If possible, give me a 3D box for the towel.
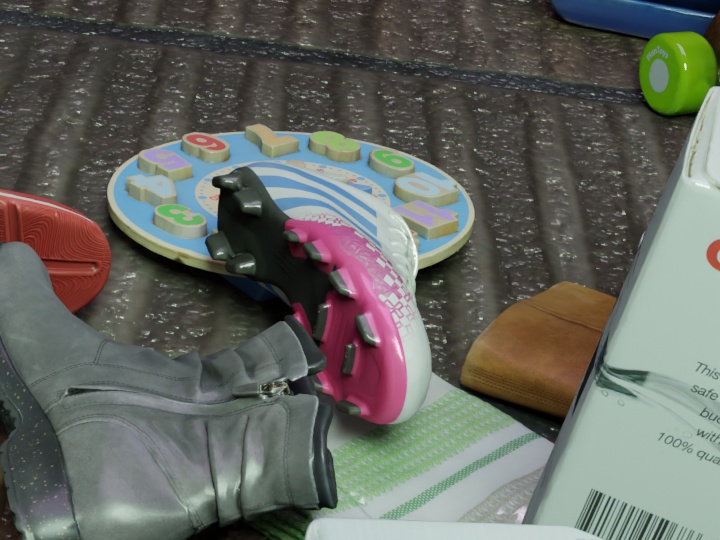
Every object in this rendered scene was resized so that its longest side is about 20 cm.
[{"bbox_3d":[0.030,0.088,0.789,0.199,0.031,0.149,27,33,33],"label":"towel"}]

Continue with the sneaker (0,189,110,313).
[{"bbox_3d":[-0.222,-0.028,0.899,0.199,0.079,0.116,3,28,-12],"label":"sneaker"}]

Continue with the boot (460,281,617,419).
[{"bbox_3d":[0.177,0.049,0.897,0.199,0.069,0.188,19,35,36],"label":"boot"}]

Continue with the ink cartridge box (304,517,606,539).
[{"bbox_3d":[0.074,0.149,0.536,0.199,0.161,0.047,3,28,-11],"label":"ink cartridge box"}]

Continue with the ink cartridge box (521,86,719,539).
[{"bbox_3d":[0.152,0.055,0.670,0.146,0.201,0.083,22,33,4],"label":"ink cartridge box"}]

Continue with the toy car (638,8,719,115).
[{"bbox_3d":[0.294,-0.185,1.203,0.163,0.201,0.158,-8,30,-27],"label":"toy car"}]

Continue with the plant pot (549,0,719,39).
[{"bbox_3d":[0.238,-0.273,1.385,0.199,0.181,0.200,12,28,8],"label":"plant pot"}]

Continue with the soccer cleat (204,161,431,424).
[{"bbox_3d":[0.000,0.000,0.848,0.086,0.070,0.200,-4,29,-26],"label":"soccer cleat"}]

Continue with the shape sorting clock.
[{"bbox_3d":[-0.037,-0.040,1.012,0.198,0.039,0.200,7,27,-3],"label":"shape sorting clock"}]

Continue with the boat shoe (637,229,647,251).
[{"bbox_3d":[0.182,-0.002,0.843,0.073,0.069,0.199,-6,20,-11],"label":"boat shoe"}]

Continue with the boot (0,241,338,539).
[{"bbox_3d":[-0.084,0.046,0.766,0.131,0.070,0.200,-18,44,-7],"label":"boot"}]
